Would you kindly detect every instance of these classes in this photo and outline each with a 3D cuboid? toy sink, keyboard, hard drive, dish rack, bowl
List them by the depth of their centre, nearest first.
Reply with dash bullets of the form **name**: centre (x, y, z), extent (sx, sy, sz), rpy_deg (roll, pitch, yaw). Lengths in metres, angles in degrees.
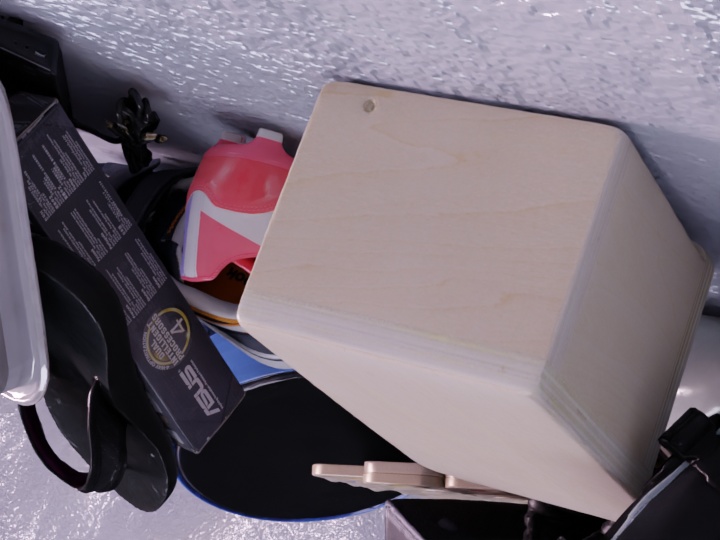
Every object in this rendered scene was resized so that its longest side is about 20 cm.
- **toy sink**: centre (0.063, 0.017, 0.717), extent (0.129, 0.113, 0.200), rpy_deg (12, 163, 30)
- **dish rack**: centre (-0.223, -0.030, 0.794), extent (0.043, 0.173, 0.199), rpy_deg (-26, -147, -38)
- **keyboard**: centre (-0.149, -0.081, 0.830), extent (0.126, 0.021, 0.200), rpy_deg (25, 170, -3)
- **hard drive**: centre (0.117, 0.179, 0.981), extent (0.199, 0.043, 0.135), rpy_deg (9, -161, -34)
- **bowl**: centre (-0.031, 0.099, 1.114), extent (0.198, 0.040, 0.201), rpy_deg (-4, 142, -3)

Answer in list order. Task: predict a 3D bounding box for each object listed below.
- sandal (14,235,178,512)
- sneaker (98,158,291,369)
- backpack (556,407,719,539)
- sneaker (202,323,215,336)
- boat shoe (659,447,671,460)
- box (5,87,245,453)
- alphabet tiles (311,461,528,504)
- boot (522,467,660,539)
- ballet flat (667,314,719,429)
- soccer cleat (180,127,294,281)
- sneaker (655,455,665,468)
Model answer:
- **sandal**: centre (-0.138, 0.062, 0.833), extent (0.075, 0.048, 0.201), rpy_deg (25, 149, 24)
- **sneaker**: centre (-0.102, -0.021, 0.908), extent (0.199, 0.079, 0.080), rpy_deg (22, 159, 26)
- **backpack**: centre (0.167, 0.164, 0.716), extent (0.150, 0.178, 0.200), rpy_deg (42, 172, 28)
- **sneaker**: centre (-0.028, 0.060, 1.183), extent (0.198, 0.078, 0.085), rpy_deg (18, -168, -21)
- **boat shoe**: centre (0.237, 0.108, 1.008), extent (0.198, 0.073, 0.063), rpy_deg (18, 168, -23)
- **box**: centre (-0.161, -0.007, 0.867), extent (0.160, 0.049, 0.201), rpy_deg (13, 144, 41)
- **alphabet tiles**: centre (0.077, 0.132, 1.051), extent (0.194, 0.015, 0.200), rpy_deg (1, 170, 21)
- **boot**: centre (0.193, 0.115, 0.886), extent (0.157, 0.080, 0.211), rpy_deg (22, 134, -19)
- **ballet flat**: centre (0.142, 0.047, 0.898), extent (0.069, 0.070, 0.200), rpy_deg (20, 171, -9)
- **soccer cleat**: centre (0.000, 0.000, 0.832), extent (0.199, 0.077, 0.066), rpy_deg (26, 167, -35)
- **sneaker**: centre (0.150, 0.094, 1.062), extent (0.198, 0.068, 0.090), rpy_deg (15, 169, -20)
